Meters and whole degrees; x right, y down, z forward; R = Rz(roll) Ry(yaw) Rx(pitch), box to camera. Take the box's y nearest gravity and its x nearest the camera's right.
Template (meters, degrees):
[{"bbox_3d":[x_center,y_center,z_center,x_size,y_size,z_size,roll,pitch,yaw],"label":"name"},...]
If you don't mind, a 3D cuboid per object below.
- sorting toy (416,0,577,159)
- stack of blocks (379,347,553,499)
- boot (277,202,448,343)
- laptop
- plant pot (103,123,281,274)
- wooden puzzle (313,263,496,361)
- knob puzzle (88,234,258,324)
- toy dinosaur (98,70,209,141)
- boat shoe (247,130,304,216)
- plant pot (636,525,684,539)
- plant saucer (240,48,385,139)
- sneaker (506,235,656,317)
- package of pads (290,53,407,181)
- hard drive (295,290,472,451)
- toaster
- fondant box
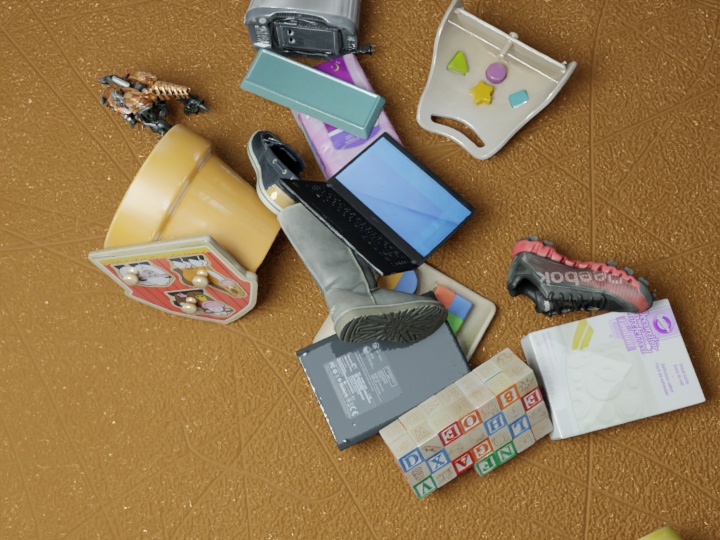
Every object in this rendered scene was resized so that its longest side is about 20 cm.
[{"bbox_3d":[0.177,-0.263,1.097,0.200,0.107,0.180,32,85,8],"label":"sorting toy"},{"bbox_3d":[0.137,0.204,0.953,0.200,0.115,0.059,-31,34,-8],"label":"stack of blocks"},{"bbox_3d":[0.002,-0.002,0.959,0.182,0.073,0.200,6,38,-37],"label":"boot"},{"bbox_3d":[0.028,-0.093,0.949,0.177,0.200,0.103,42,108,15],"label":"laptop"},{"bbox_3d":[-0.209,-0.063,1.002,0.183,0.200,0.200,30,76,-8],"label":"plant pot"},{"bbox_3d":[0.061,0.074,1.027,0.200,0.046,0.185,30,77,8],"label":"wooden puzzle"},{"bbox_3d":[-0.222,0.029,0.966,0.220,0.220,0.030,5,60,1],"label":"knob puzzle"},{"bbox_3d":[-0.298,-0.235,1.062,0.102,0.136,0.200,-56,39,2],"label":"toy dinosaur"},{"bbox_3d":[-0.111,-0.147,1.035,0.062,0.200,0.075,-42,122,15],"label":"boat shoe"},{"bbox_3d":[0.360,0.414,0.868,0.201,0.201,0.189,-25,62,-6],"label":"plant pot"},{"bbox_3d":[-0.068,-0.254,1.054,0.200,0.019,0.070,23,76,7],"label":"plant saucer"},{"bbox_3d":[0.286,0.027,1.003,0.200,0.071,0.098,21,63,25],"label":"sneaker"},{"bbox_3d":[-0.020,-0.208,1.089,0.120,0.076,0.200,-24,76,-9],"label":"package of pads"},{"bbox_3d":[0.035,0.129,0.976,0.200,0.033,0.140,-24,79,-8],"label":"hard drive"},{"bbox_3d":[-0.070,-0.397,1.122,0.200,0.114,0.129,7,73,4],"label":"toaster"},{"bbox_3d":[0.335,0.133,1.005,0.200,0.058,0.144,-14,75,-5],"label":"fondant box"}]
